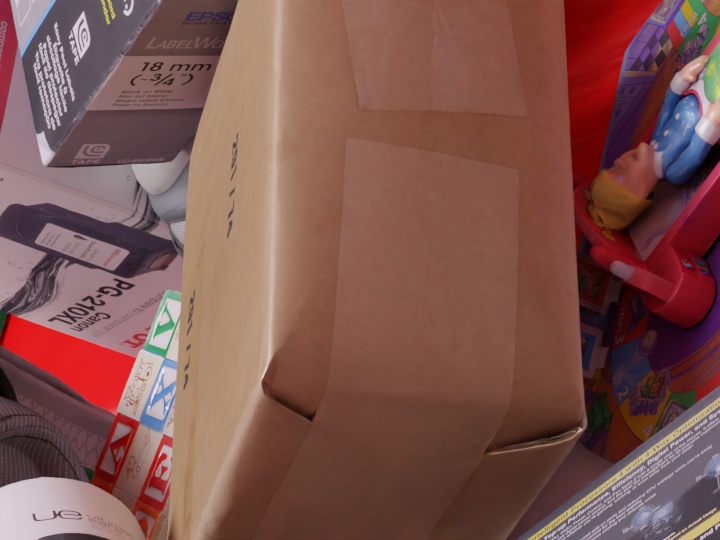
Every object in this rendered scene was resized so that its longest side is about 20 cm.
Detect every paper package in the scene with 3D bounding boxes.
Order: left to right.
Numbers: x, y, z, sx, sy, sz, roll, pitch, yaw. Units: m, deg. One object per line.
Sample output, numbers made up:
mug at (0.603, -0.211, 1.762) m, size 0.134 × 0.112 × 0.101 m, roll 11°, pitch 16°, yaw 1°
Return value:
paper package at (0.000, 0.000, 0.819) m, size 0.191 × 0.103 × 0.201 m, roll 115°, pitch 159°, yaw -56°

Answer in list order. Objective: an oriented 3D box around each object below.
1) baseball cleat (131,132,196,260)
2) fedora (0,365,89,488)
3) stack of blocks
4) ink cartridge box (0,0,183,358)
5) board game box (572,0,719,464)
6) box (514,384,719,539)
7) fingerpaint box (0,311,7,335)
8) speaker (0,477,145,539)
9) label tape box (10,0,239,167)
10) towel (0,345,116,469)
baseball cleat at (0.002, -0.064, 0.991) m, size 0.199 × 0.107 × 0.070 m, roll -26°, pitch 4°, yaw 23°
fedora at (-0.163, 0.124, 0.947) m, size 0.090 × 0.176 × 0.202 m, roll 12°, pitch 104°, yaw 30°
stack of blocks at (-0.085, 0.113, 1.010) m, size 0.115 × 0.058 × 0.201 m, roll 13°, pitch 81°, yaw 64°
ink cartridge box at (-0.139, -0.042, 1.082) m, size 0.145 × 0.199 × 0.085 m, roll -28°, pitch 48°, yaw 52°
board game box at (0.106, -0.037, 0.783) m, size 0.158 × 0.039 × 0.201 m, roll -16°, pitch 56°, yaw 59°
box at (0.059, 0.130, 0.647) m, size 0.200 × 0.049 × 0.162 m, roll -40°, pitch 23°, yaw 21°
fingerpaint box at (-0.328, 0.017, 1.398) m, size 0.167 × 0.199 × 0.074 m, roll -21°, pitch 49°, yaw 57°
speaker at (-0.087, 0.149, 0.751) m, size 0.082 × 0.081 × 0.200 m, roll -59°, pitch 27°, yaw 16°
label tape box at (-0.075, -0.148, 0.908) m, size 0.200 × 0.063 × 0.145 m, roll -45°, pitch 54°, yaw 54°
towel at (-0.178, 0.130, 1.059) m, size 0.032 × 0.200 × 0.192 m, roll 14°, pitch 78°, yaw 25°
